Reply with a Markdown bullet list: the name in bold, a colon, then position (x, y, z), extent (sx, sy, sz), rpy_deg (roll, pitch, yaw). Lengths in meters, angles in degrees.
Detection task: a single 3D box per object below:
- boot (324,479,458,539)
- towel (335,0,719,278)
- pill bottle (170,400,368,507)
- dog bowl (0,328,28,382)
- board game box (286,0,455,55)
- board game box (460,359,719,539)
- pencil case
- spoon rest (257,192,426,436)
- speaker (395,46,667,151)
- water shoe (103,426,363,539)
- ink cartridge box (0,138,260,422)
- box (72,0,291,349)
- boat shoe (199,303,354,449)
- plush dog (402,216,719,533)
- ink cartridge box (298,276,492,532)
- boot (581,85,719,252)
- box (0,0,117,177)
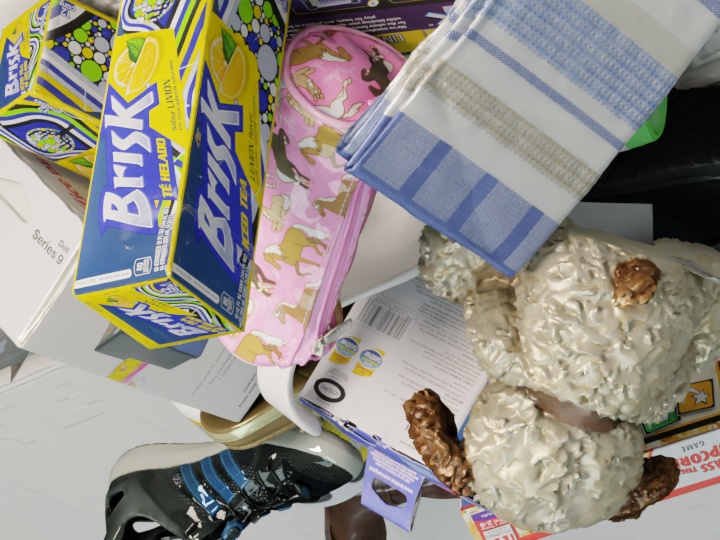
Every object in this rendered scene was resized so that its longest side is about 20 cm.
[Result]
- **boot**: position (0.067, 0.162, 2.134), extent (0.198, 0.065, 0.187), rpy_deg (-6, 151, 14)
- **towel**: position (0.093, -0.104, 1.513), extent (0.147, 0.024, 0.200), rpy_deg (31, 101, -37)
- **pill bottle**: position (-0.063, 0.068, 1.926), extent (0.114, 0.115, 0.200), rpy_deg (-9, 148, 26)
- **dog bowl**: position (-0.273, -0.010, 1.763), extent (0.200, 0.201, 0.059), rpy_deg (30, 112, -36)
- **board game box**: position (-0.018, -0.176, 1.531), extent (0.199, 0.057, 0.165), rpy_deg (-4, 152, 20)
- **board game box**: position (0.154, 0.079, 1.783), extent (0.199, 0.152, 0.046), rpy_deg (-18, 130, 12)
- **pencil case**: position (-0.027, -0.039, 1.584), extent (0.086, 0.083, 0.201), rpy_deg (20, 131, 3)
- **spoon rest**: position (0.000, 0.000, 1.719), extent (0.099, 0.201, 0.061), rpy_deg (34, -175, 38)
- **speaker**: position (0.067, -0.103, 1.615), extent (0.198, 0.089, 0.089), rpy_deg (-3, 150, 17)
- **water shoe**: position (-0.082, 0.152, 1.880), extent (0.199, 0.079, 0.071), rpy_deg (-12, 146, 37)
- **ink cartridge box**: position (-0.151, -0.001, 1.737), extent (0.200, 0.088, 0.145), rpy_deg (25, -167, -50)
- **box**: position (-0.089, -0.066, 1.478), extent (0.064, 0.201, 0.070), rpy_deg (-12, 148, 32)
- **boat shoe**: position (-0.012, 0.062, 1.834), extent (0.073, 0.200, 0.063), rpy_deg (19, 137, 49)
- **plush dog**: position (0.121, 0.064, 1.612), extent (0.199, 0.173, 0.161), rpy_deg (14, -169, -13)
- **ink cartridge box**: position (0.055, 0.055, 1.746), extent (0.136, 0.201, 0.076), rpy_deg (25, 170, 48)
- **boot**: position (0.177, -0.039, 1.715), extent (0.198, 0.077, 0.169), rpy_deg (-3, 147, 5)
- **box**: position (-0.116, -0.083, 1.691), extent (0.199, 0.071, 0.064), rpy_deg (24, 150, -28)
